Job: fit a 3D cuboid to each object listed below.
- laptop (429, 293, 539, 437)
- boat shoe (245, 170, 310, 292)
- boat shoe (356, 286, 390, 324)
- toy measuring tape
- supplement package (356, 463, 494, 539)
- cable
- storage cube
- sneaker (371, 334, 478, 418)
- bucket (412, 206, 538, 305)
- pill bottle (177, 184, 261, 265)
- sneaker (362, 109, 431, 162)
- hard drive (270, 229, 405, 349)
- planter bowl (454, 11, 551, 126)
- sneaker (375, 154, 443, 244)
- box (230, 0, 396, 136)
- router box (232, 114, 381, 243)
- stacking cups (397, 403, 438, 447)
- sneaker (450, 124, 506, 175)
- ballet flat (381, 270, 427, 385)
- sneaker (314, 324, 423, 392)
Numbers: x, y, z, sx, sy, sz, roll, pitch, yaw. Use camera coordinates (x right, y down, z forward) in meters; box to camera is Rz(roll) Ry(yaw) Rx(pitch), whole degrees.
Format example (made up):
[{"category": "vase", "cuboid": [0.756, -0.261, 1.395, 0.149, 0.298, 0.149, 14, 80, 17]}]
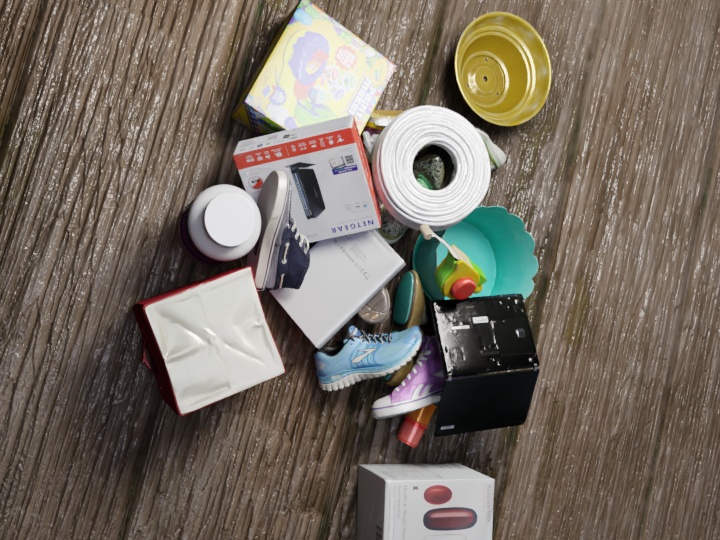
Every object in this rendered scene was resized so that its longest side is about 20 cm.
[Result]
[{"category": "laptop", "cuboid": [0.197, 0.156, 1.392, 0.173, 0.103, 0.204, -4, 69, -19]}, {"category": "boat shoe", "cuboid": [-0.119, -0.059, 1.322, 0.091, 0.075, 0.203, 3, 119, -28]}, {"category": "boat shoe", "cuboid": [0.000, 0.000, 1.431, 0.073, 0.073, 0.204, -17, 74, 8]}, {"category": "toy measuring tape", "cuboid": [0.133, -0.004, 1.316, 0.199, 0.073, 0.075, 34, 75, -45]}, {"category": "supplement package", "cuboid": [0.105, 0.436, 1.411, 0.195, 0.147, 0.196, 3, 87, -18]}, {"category": "cable", "cuboid": [0.116, -0.168, 1.355, 0.196, 0.069, 0.205, -13, 88, -10]}, {"category": "storage cube", "cuboid": [-0.238, 0.105, 1.284, 0.197, 0.179, 0.175, -20, 94, -20]}, {"category": "sneaker", "cuboid": [0.097, 0.176, 1.420, 0.197, 0.073, 0.117, -18, 82, -15]}, {"category": "bucket", "cuboid": [0.193, -0.008, 1.466, 0.203, 0.134, 0.213, 1, 87, -20]}, {"category": "pill bottle", "cuboid": [-0.217, -0.069, 1.286, 0.110, 0.199, 0.115, 1, 88, -19]}, {"category": "sneaker", "cuboid": [0.083, -0.229, 1.466, 0.197, 0.075, 0.092, -3, 112, -36]}, {"category": "hard drive", "cuboid": [-0.039, 0.012, 1.385, 0.200, 0.027, 0.132, -43, 72, -1]}, {"category": "planter bowl", "cuboid": [0.243, -0.358, 1.524, 0.196, 0.083, 0.206, 1, 88, -20]}, {"category": "sneaker", "cuboid": [0.099, -0.127, 1.446, 0.077, 0.088, 0.201, 43, 64, -16]}, {"category": "box", "cuboid": [-0.079, -0.298, 1.387, 0.191, 0.122, 0.203, 31, 78, -17]}, {"category": "router box", "cuboid": [-0.080, -0.137, 1.331, 0.196, 0.049, 0.182, -11, 122, 12]}, {"category": "stacking cups", "cuboid": [0.119, 0.210, 1.473, 0.060, 0.060, 0.203, 31, 80, -16]}, {"category": "sneaker", "cuboid": [0.188, -0.206, 1.475, 0.199, 0.077, 0.090, 29, 94, -48]}, {"category": "ballet flat", "cuboid": [0.084, 0.102, 1.461, 0.062, 0.068, 0.205, 11, 96, -27]}, {"category": "sneaker", "cuboid": [0.010, 0.130, 1.388, 0.196, 0.078, 0.092, -21, 101, 9]}]
